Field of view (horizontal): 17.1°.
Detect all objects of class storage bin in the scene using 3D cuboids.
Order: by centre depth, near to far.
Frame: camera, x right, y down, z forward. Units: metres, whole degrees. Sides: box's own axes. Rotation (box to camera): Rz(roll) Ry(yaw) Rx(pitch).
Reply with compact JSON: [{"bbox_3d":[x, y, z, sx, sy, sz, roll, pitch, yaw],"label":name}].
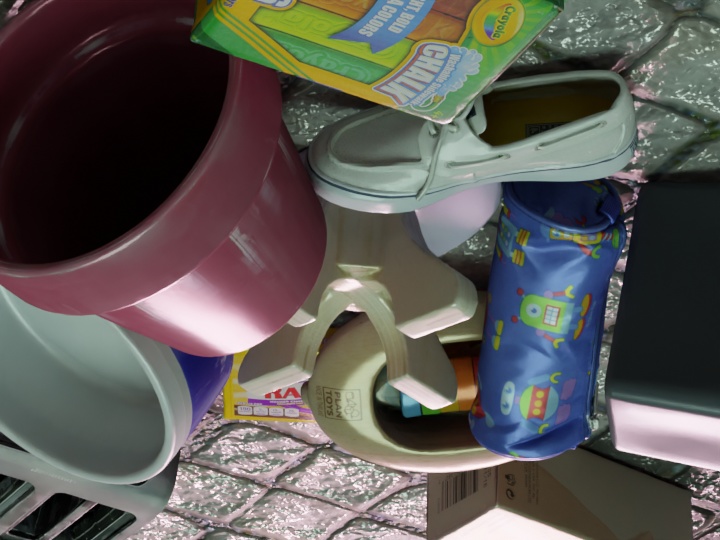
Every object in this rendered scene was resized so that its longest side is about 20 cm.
[{"bbox_3d":[0.228,0.030,1.487,0.133,0.201,0.146,5,149,13],"label":"storage bin"}]

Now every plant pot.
[{"bbox_3d":[-0.114,-0.045,1.372,0.198,0.202,0.179,-13,147,23],"label":"plant pot"}]

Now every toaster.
[{"bbox_3d":[-0.245,0.122,1.724,0.180,0.120,0.200,21,144,-26],"label":"toaster"}]

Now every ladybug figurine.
[{"bbox_3d":[0.058,0.069,1.639,0.198,0.072,0.137,-3,118,1],"label":"ladybug figurine"}]

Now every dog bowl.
[{"bbox_3d":[-0.183,0.039,1.545,0.199,0.079,0.201,23,141,20],"label":"dog bowl"}]

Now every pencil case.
[{"bbox_3d":[0.120,0.030,1.523,0.086,0.078,0.201,13,124,12],"label":"pencil case"}]

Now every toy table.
[{"bbox_3d":[0.000,0.000,1.515,0.183,0.118,0.200,23,143,-30],"label":"toy table"}]

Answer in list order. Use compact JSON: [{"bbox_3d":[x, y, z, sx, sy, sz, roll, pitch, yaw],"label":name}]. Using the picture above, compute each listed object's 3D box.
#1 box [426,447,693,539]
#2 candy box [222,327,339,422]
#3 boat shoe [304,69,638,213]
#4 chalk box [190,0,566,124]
[{"bbox_3d":[0.155,0.190,1.844,0.199,0.078,0.095,22,143,-28],"label":"box"},{"bbox_3d":[-0.001,0.077,1.724,0.198,0.027,0.103,2,144,0],"label":"candy box"},{"bbox_3d":[0.063,-0.088,1.410,0.200,0.075,0.086,-4,148,6],"label":"boat shoe"},{"bbox_3d":[0.028,-0.167,1.238,0.199,0.125,0.125,16,146,-21],"label":"chalk box"}]
